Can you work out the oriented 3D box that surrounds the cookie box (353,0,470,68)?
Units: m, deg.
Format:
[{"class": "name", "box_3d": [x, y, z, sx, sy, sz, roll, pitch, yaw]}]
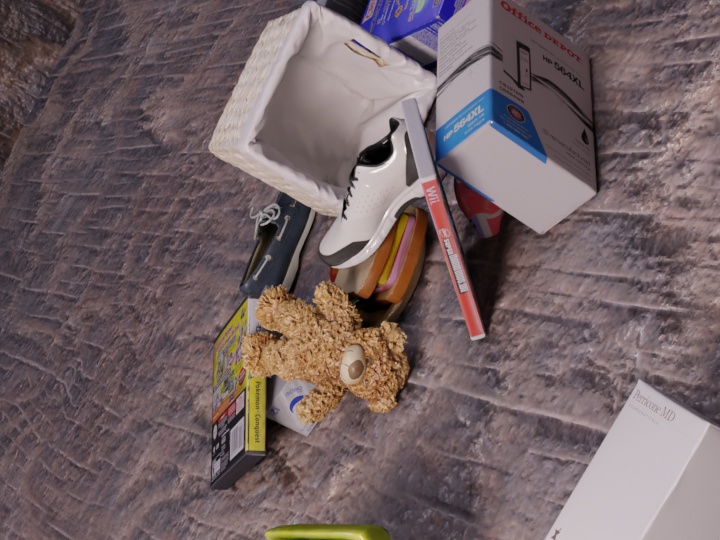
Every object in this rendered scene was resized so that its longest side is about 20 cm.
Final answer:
[{"class": "cookie box", "box_3d": [0.088, -0.337, 1.982, 0.199, 0.075, 0.173, -13, 54, 57]}]

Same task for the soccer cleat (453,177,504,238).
[{"class": "soccer cleat", "box_3d": [0.137, -0.118, 1.692, 0.066, 0.077, 0.201, -4, 37, 18]}]

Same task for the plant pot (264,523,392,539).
[{"class": "plant pot", "box_3d": [-0.036, 0.328, 1.382, 0.181, 0.200, 0.199, -41, 14, -30]}]

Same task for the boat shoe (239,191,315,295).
[{"class": "boat shoe", "box_3d": [-0.108, -0.047, 2.065, 0.075, 0.061, 0.202, -25, 43, 53]}]

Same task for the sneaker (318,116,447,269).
[{"class": "sneaker", "box_3d": [0.011, -0.084, 1.703, 0.200, 0.080, 0.074, -49, 30, 27]}]

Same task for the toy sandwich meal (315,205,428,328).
[{"class": "toy sandwich meal", "box_3d": [0.000, 0.000, 1.808, 0.205, 0.070, 0.206, -43, 31, 33]}]

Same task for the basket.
[{"class": "basket", "box_3d": [-0.047, -0.181, 1.942, 0.161, 0.197, 0.202, 1, 65, 66]}]

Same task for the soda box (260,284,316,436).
[{"class": "soda box", "box_3d": [-0.086, 0.101, 1.872, 0.069, 0.063, 0.200, -55, 26, 16]}]

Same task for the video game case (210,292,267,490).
[{"class": "video game case", "box_3d": [-0.139, 0.141, 1.855, 0.200, 0.025, 0.183, 132, 140, -66]}]

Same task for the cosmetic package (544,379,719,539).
[{"class": "cosmetic package", "box_3d": [0.210, 0.196, 1.211, 0.201, 0.081, 0.113, -62, 24, 1]}]

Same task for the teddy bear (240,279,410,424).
[{"class": "teddy bear", "box_3d": [-0.044, 0.083, 1.709, 0.200, 0.067, 0.145, 37, 90, 33]}]

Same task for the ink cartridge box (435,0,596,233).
[{"class": "ink cartridge box", "box_3d": [0.152, -0.160, 1.602, 0.084, 0.145, 0.201, -37, 35, 38]}]

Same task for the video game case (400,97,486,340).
[{"class": "video game case", "box_3d": [0.081, -0.050, 1.594, 0.017, 0.201, 0.144, -17, 36, 5]}]

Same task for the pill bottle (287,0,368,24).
[{"class": "pill bottle", "box_3d": [-0.046, -0.313, 2.157, 0.116, 0.116, 0.202, -11, 54, 58]}]
